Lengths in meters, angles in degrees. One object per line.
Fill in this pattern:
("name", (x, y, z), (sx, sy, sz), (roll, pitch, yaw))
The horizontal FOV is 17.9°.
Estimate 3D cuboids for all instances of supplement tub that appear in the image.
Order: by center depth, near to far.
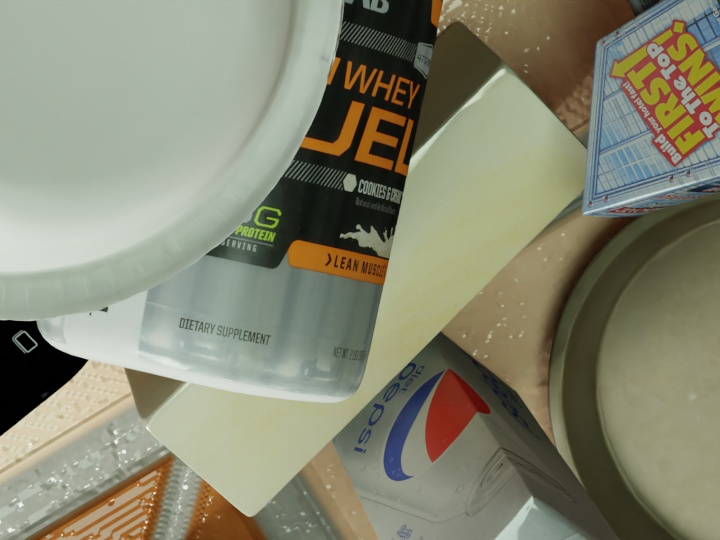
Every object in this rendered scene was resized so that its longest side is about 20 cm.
("supplement tub", (-0.040, -0.060, 0.822), (0.122, 0.123, 0.201), (11, 90, -16))

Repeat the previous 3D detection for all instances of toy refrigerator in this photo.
("toy refrigerator", (0.000, 0.000, 0.926), (0.200, 0.076, 0.070), (-45, 113, 4))

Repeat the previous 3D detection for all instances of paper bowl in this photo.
("paper bowl", (-0.100, -0.084, 0.674), (0.200, 0.104, 0.201), (-6, 106, -21))

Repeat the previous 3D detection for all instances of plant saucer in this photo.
("plant saucer", (0.178, 0.056, 0.967), (0.200, 0.029, 0.201), (5, 106, 19))

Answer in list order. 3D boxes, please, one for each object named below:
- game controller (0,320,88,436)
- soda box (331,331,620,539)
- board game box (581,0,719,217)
("game controller", (-0.190, -0.014, 0.861), (0.104, 0.042, 0.200), (-35, 117, 13))
("soda box", (0.044, 0.088, 0.899), (0.068, 0.200, 0.063), (38, 98, -20))
("board game box", (0.152, -0.112, 0.856), (0.200, 0.062, 0.200), (-31, 76, 25))
